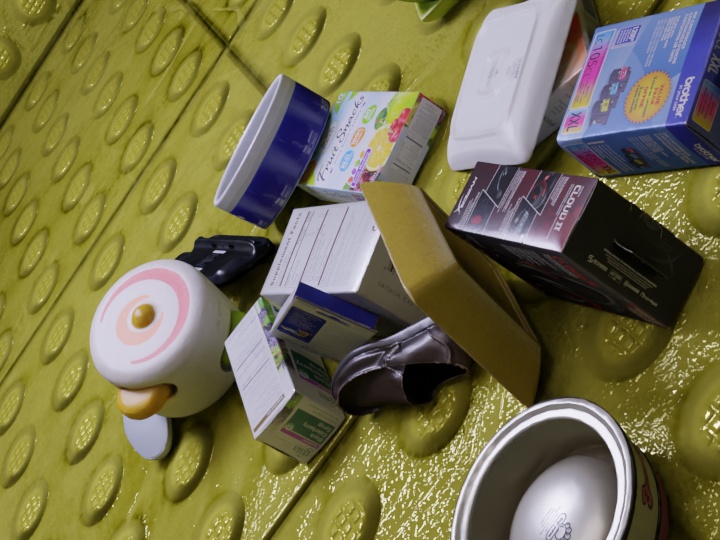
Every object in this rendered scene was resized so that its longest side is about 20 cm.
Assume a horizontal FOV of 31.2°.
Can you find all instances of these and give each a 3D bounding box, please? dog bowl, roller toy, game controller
[{"bbox_3d":[0.168,0.211,1.067,0.200,0.074,0.201,-36,38,34],"label":"dog bowl"},{"bbox_3d":[-0.120,-0.160,1.751,0.201,0.079,0.200,-58,13,22],"label":"dog bowl"},{"bbox_3d":[-0.255,0.087,1.682,0.200,0.140,0.182,-44,51,-2],"label":"roller toy"},{"bbox_3d":[-0.200,-0.013,1.812,0.104,0.042,0.200,-46,24,-22],"label":"game controller"}]

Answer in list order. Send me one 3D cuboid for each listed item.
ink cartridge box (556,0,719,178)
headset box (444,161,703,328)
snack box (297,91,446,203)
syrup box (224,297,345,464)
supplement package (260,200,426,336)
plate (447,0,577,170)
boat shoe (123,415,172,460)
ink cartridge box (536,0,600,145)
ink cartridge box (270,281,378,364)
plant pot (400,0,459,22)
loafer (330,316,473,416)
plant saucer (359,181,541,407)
[{"bbox_3d":[0.294,-0.170,1.208,0.200,0.076,0.137,-1,63,54],"label":"ink cartridge box"},{"bbox_3d":[0.194,-0.024,1.155,0.200,0.148,0.075,17,78,59],"label":"headset box"},{"bbox_3d":[0.009,-0.154,1.635,0.200,0.053,0.143,14,75,59],"label":"snack box"},{"bbox_3d":[-0.092,0.127,1.518,0.082,0.079,0.200,-51,32,14],"label":"syrup box"},{"bbox_3d":[0.000,0.000,1.454,0.200,0.117,0.118,-3,62,56],"label":"supplement package"},{"bbox_3d":[0.157,-0.212,1.421,0.200,0.032,0.201,6,78,69],"label":"plate"},{"bbox_3d":[-0.296,0.175,1.791,0.073,0.068,0.200,-38,60,14],"label":"boat shoe"},{"bbox_3d":[0.182,-0.210,1.432,0.200,0.050,0.163,-36,37,30],"label":"ink cartridge box"},{"bbox_3d":[-0.039,0.056,1.410,0.200,0.094,0.037,132,161,-74],"label":"ink cartridge box"},{"bbox_3d":[0.080,-0.454,1.660,0.200,0.181,0.200,-42,35,26],"label":"plant pot"},{"bbox_3d":[0.041,0.109,1.342,0.200,0.073,0.072,-36,39,38],"label":"loafer"},{"bbox_3d":[0.096,0.009,1.232,0.048,0.200,0.200,-39,35,12],"label":"plant saucer"}]
